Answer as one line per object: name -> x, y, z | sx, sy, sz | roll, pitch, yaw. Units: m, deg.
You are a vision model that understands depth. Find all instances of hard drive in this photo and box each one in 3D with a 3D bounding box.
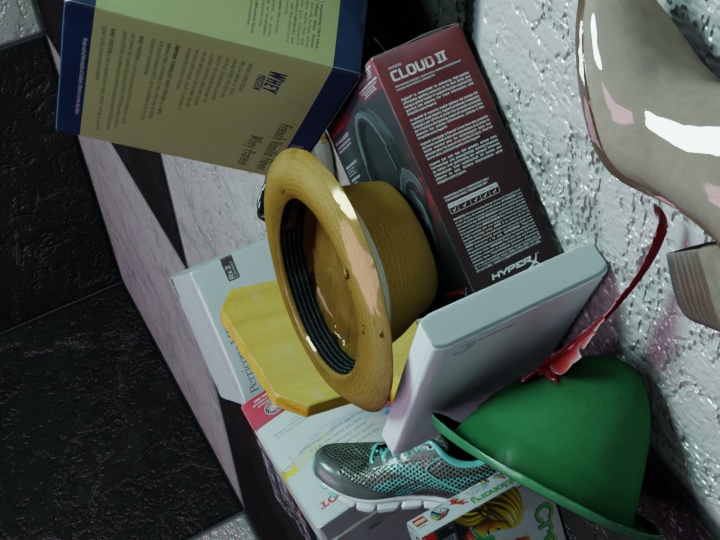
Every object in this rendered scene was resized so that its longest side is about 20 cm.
hard drive -> 0.087, 0.062, 0.724 | 0.027, 0.131, 0.201 | 59, 161, 22

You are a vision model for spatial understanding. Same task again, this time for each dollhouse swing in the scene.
dollhouse swing -> -0.028, 0.104, 1.041 | 0.200, 0.174, 0.183 | 50, 156, 38

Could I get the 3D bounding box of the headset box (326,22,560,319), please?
headset box -> 0.049, -0.073, 0.756 | 0.202, 0.077, 0.149 | 65, 163, -1

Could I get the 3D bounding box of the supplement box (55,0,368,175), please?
supplement box -> -0.113, -0.182, 0.771 | 0.200, 0.197, 0.136 | 136, 142, -66

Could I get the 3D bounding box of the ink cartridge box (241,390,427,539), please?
ink cartridge box -> -0.015, 0.218, 1.166 | 0.200, 0.144, 0.145 | 49, 166, 43

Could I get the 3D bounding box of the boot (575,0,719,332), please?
boot -> 0.177, -0.052, 0.445 | 0.146, 0.070, 0.202 | -10, 104, 66

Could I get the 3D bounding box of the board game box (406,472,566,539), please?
board game box -> 0.126, 0.279, 0.892 | 0.035, 0.125, 0.202 | 23, 134, 65

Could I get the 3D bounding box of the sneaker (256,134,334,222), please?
sneaker -> -0.068, -0.061, 1.095 | 0.076, 0.087, 0.202 | 39, 149, 52

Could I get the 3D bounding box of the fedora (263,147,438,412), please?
fedora -> 0.000, 0.000, 0.734 | 0.201, 0.081, 0.202 | 51, 153, 40

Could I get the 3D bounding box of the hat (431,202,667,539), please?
hat -> 0.159, 0.062, 0.679 | 0.164, 0.178, 0.200 | 25, 180, -21

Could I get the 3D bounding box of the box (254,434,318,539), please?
box -> -0.119, 0.390, 1.870 | 0.200, 0.049, 0.159 | 36, 145, 58

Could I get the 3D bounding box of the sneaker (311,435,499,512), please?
sneaker -> 0.054, 0.169, 0.934 | 0.078, 0.197, 0.092 | -70, -17, -61

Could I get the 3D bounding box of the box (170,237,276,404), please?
box -> -0.164, 0.072, 1.467 | 0.201, 0.130, 0.200 | 67, 162, -5
